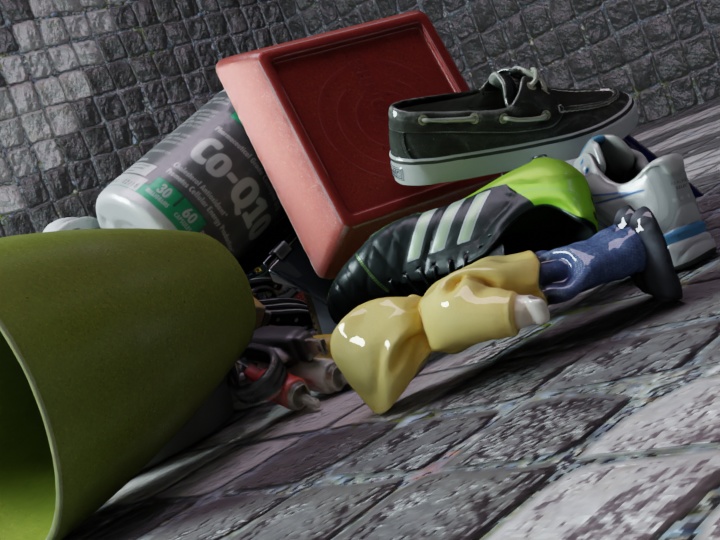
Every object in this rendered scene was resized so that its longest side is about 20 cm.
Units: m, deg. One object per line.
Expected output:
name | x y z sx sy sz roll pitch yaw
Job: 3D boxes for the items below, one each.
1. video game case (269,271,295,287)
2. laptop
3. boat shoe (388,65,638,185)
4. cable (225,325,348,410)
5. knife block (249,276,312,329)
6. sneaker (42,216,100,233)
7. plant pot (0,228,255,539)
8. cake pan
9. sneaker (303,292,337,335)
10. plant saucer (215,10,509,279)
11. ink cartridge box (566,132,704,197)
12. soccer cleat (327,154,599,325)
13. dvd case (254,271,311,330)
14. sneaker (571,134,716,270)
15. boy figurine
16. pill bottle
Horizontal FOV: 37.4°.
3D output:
video game case | 0.040 -0.021 0.888 0.199 0.018 0.143 11 43 37
laptop | -0.005 -0.012 0.870 0.200 0.116 0.187 -24 19 50
boat shoe | 0.116 -0.114 0.780 0.199 0.064 0.071 -15 26 -16
cable | -0.085 0.071 0.785 0.199 0.051 0.097 -2 29 46
knife block | -0.126 0.050 0.938 0.174 0.064 0.200 18 17 -1
sneaker | -0.255 0.000 0.914 0.099 0.076 0.200 3 -9 -2
plant pot | -0.167 0.050 0.675 0.186 0.188 0.199 -18 6 44
cake pan | -0.184 0.127 0.827 0.199 0.037 0.200 -22 4 2
sneaker | 0.000 0.000 0.957 0.108 0.070 0.200 -17 30 -1
plant saucer | 0.016 -0.114 0.830 0.199 0.201 0.037 -20 -17 -25
ink cartridge box | 0.179 -0.055 0.895 0.200 0.094 0.037 -19 45 56
soccer cleat | 0.064 -0.007 0.710 0.199 0.068 0.081 -30 36 14
dvd case | -0.068 -0.019 1.068 0.146 0.022 0.200 -39 -41 2
sneaker | 0.165 -0.053 0.756 0.075 0.087 0.200 -20 13 -29
boy figurine | 0.079 0.022 0.611 0.199 0.065 0.124 -23 4 0
pill bottle | -0.106 -0.077 0.859 0.200 0.113 0.113 -47 16 -28
